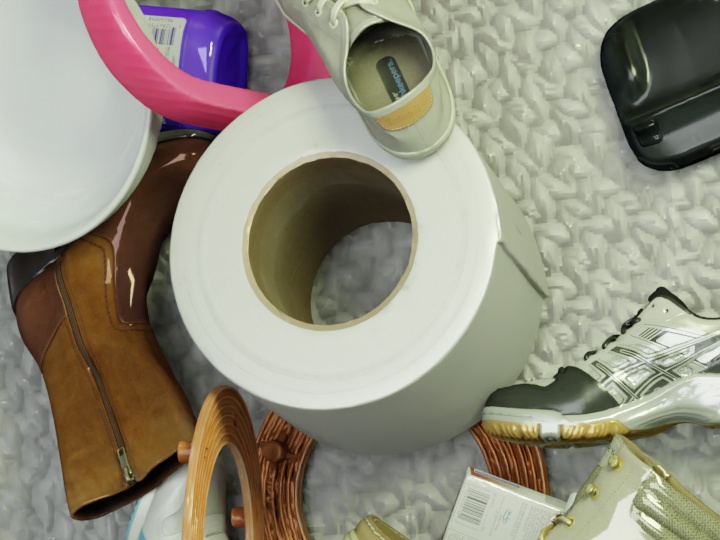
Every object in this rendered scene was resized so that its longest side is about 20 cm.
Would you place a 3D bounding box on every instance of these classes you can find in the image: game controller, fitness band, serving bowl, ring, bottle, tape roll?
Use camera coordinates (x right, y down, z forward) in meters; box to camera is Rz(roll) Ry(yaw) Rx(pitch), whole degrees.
[{"bbox_3d":[0.242,-0.138,1.581,0.199,0.042,0.105,-23,66,17],"label":"game controller"},{"bbox_3d":[-0.092,-0.157,1.617,0.037,0.200,0.144,-27,70,36],"label":"fitness band"},{"bbox_3d":[-0.206,-0.115,1.656,0.199,0.066,0.201,4,100,23],"label":"serving bowl"},{"bbox_3d":[0.020,0.142,1.646,0.200,0.019,0.201,-1,87,21],"label":"ring"},{"bbox_3d":[-0.086,0.169,1.567,0.019,0.200,0.201,0,88,10],"label":"ring"},{"bbox_3d":[-0.173,-0.134,1.713,0.199,0.065,0.084,6,95,21],"label":"bottle"},{"bbox_3d":[0.000,0.000,1.583,0.202,0.139,0.204,-4,74,15],"label":"tape roll"}]

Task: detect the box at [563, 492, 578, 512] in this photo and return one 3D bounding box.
[{"bbox_3d":[0.150,0.247,1.556,0.124,0.097,0.201,25,94,19],"label":"box"}]

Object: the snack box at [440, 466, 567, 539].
[{"bbox_3d":[0.065,0.224,1.605,0.072,0.024,0.201,20,104,1],"label":"snack box"}]

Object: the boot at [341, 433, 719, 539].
[{"bbox_3d":[0.103,0.156,1.492,0.200,0.072,0.155,32,97,15],"label":"boot"}]

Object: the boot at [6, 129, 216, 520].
[{"bbox_3d":[-0.138,0.030,1.650,0.188,0.068,0.200,-34,52,16],"label":"boot"}]

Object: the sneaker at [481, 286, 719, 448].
[{"bbox_3d":[0.169,0.056,1.577,0.199,0.076,0.088,-9,83,7],"label":"sneaker"}]

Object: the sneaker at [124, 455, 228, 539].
[{"bbox_3d":[-0.104,0.208,1.664,0.081,0.076,0.201,13,102,31],"label":"sneaker"}]

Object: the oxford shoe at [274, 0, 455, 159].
[{"bbox_3d":[-0.006,-0.154,1.528,0.075,0.058,0.200,-31,64,3],"label":"oxford shoe"}]
